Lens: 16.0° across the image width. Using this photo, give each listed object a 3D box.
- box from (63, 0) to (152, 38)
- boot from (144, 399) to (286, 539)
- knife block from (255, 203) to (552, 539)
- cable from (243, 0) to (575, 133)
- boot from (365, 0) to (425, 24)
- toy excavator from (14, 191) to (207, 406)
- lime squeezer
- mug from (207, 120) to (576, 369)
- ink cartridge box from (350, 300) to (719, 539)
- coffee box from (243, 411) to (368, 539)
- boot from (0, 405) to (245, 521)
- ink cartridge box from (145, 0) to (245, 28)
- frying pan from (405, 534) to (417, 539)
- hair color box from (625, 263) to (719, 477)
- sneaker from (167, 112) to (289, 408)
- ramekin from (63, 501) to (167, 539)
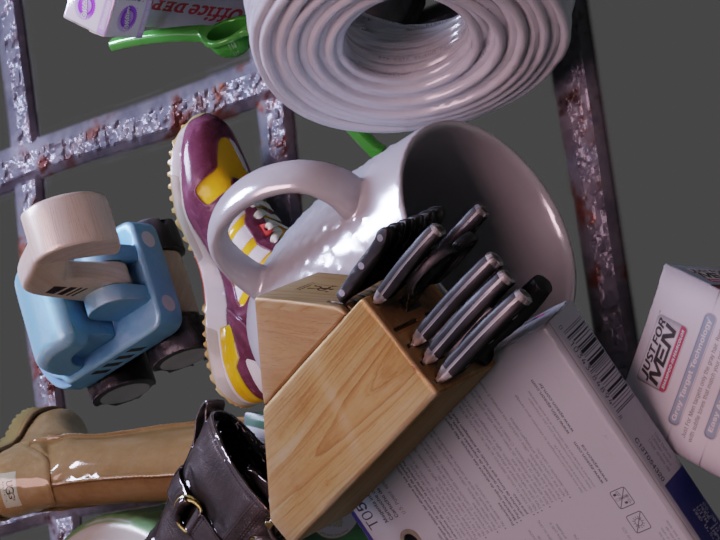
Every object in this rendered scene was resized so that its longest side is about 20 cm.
[{"bbox_3d":[-0.134,-0.244,1.589,0.039,0.041,0.200,27,107,31],"label":"box"},{"bbox_3d":[-0.084,0.198,1.535,0.174,0.069,0.200,-53,54,27],"label":"boot"},{"bbox_3d":[0.030,0.061,1.426,0.176,0.064,0.200,8,108,35],"label":"knife block"},{"bbox_3d":[0.030,-0.156,1.530,0.200,0.200,0.069,98,170,-57],"label":"cable"},{"bbox_3d":[-0.008,-0.201,1.597,0.200,0.132,0.070,-47,58,40],"label":"boot"},{"bbox_3d":[-0.183,0.014,1.699,0.194,0.200,0.100,-32,69,36],"label":"toy excavator"},{"bbox_3d":[-0.069,-0.138,1.659,0.200,0.071,0.038,22,60,10],"label":"lime squeezer"},{"bbox_3d":[0.000,0.000,1.550,0.175,0.200,0.148,-32,38,38],"label":"mug"},{"bbox_3d":[0.099,0.140,1.488,0.200,0.043,0.196,-30,97,40],"label":"ink cartridge box"},{"bbox_3d":[-0.033,0.188,1.615,0.044,0.123,0.200,10,95,39],"label":"coffee box"},{"bbox_3d":[-0.146,0.128,1.729,0.200,0.175,0.066,-7,103,15],"label":"boot"},{"bbox_3d":[-0.097,-0.257,1.677,0.083,0.145,0.200,48,118,28],"label":"ink cartridge box"},{"bbox_3d":[0.102,0.153,1.559,0.190,0.031,0.115,16,104,28],"label":"frying pan"},{"bbox_3d":[0.245,0.078,1.422,0.200,0.061,0.099,28,107,37],"label":"hair color box"},{"bbox_3d":[-0.063,-0.014,1.691,0.090,0.075,0.200,-17,83,31],"label":"sneaker"},{"bbox_3d":[-0.130,0.250,1.709,0.200,0.098,0.200,-2,87,40],"label":"ramekin"}]
